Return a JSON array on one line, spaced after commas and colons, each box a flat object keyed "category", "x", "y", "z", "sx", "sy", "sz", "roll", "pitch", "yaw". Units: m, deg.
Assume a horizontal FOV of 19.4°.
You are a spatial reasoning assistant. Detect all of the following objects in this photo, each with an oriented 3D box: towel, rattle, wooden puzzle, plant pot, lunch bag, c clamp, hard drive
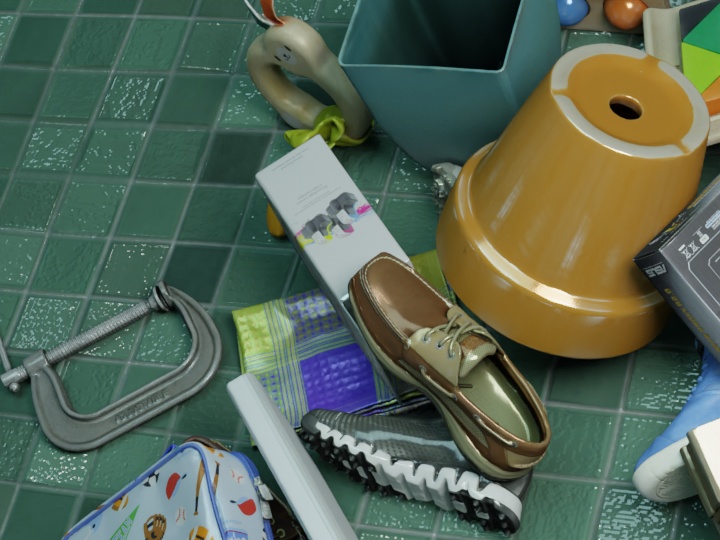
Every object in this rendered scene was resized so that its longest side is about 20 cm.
[{"category": "towel", "x": -0.006, "y": 0.063, "z": 1.756, "sx": 0.200, "sy": 0.023, "sz": 0.144, "roll": -16, "pitch": 55, "yaw": 9}, {"category": "rattle", "x": -0.080, "y": -0.152, "z": 1.812, "sx": 0.143, "sy": 0.200, "sz": 0.130, "roll": -42, "pitch": 54, "yaw": -10}, {"category": "wooden puzzle", "x": 0.329, "y": -0.183, "z": 1.706, "sx": 0.200, "sy": 0.037, "sz": 0.185, "roll": -12, "pitch": 41, "yaw": 15}, {"category": "plant pot", "x": 0.092, "y": -0.166, "z": 1.761, "sx": 0.141, "sy": 0.200, "sz": 0.141, "roll": 5, "pitch": 61, "yaw": 22}, {"category": "lunch bag", "x": -0.146, "y": 0.226, "z": 1.619, "sx": 0.200, "sy": 0.076, "sz": 0.160, "roll": -37, "pitch": 53, "yaw": 29}, {"category": "c clamp", "x": -0.220, "y": 0.070, "z": 1.825, "sx": 0.200, "sy": 0.027, "sz": 0.171, "roll": -23, "pitch": 53, "yaw": 4}, {"category": "plant pot", "x": 0.177, "y": -0.066, "z": 1.614, "sx": 0.200, "sy": 0.183, "sz": 0.200, "roll": 10, "pitch": 45, "yaw": -10}, {"category": "hard drive", "x": -0.033, "y": 0.184, "z": 1.617, "sx": 0.026, "sy": 0.132, "sz": 0.200, "roll": -31, "pitch": 53, "yaw": -1}]

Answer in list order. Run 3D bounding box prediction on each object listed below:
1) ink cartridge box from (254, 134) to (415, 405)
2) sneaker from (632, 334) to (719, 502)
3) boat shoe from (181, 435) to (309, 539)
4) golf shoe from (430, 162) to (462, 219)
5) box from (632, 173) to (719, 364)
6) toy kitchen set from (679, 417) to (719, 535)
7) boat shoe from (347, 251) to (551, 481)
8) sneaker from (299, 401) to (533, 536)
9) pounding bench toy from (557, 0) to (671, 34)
[{"category": "ink cartridge box", "x": 0.000, "y": 0.000, "z": 1.710, "sx": 0.068, "sy": 0.115, "sz": 0.200, "roll": -32, "pitch": 54, "yaw": -3}, {"category": "sneaker", "x": 0.271, "y": 0.087, "z": 1.605, "sx": 0.200, "sy": 0.077, "sz": 0.111, "roll": -32, "pitch": 59, "yaw": -8}, {"category": "boat shoe", "x": -0.084, "y": 0.210, "z": 1.658, "sx": 0.070, "sy": 0.070, "sz": 0.200, "roll": -38, "pitch": 55, "yaw": -11}, {"category": "golf shoe", "x": 0.136, "y": -0.025, "z": 1.746, "sx": 0.097, "sy": 0.078, "sz": 0.200, "roll": -26, "pitch": 56, "yaw": -21}, {"category": "box", "x": 0.323, "y": -0.016, "z": 1.553, "sx": 0.200, "sy": 0.048, "sz": 0.158, "roll": -44, "pitch": 96, "yaw": -18}, {"category": "toy kitchen set", "x": 0.229, "y": 0.213, "z": 1.433, "sx": 0.180, "sy": 0.163, "sz": 0.200, "roll": -21, "pitch": 75, "yaw": -6}, {"category": "boat shoe", "x": 0.075, "y": 0.065, "z": 1.587, "sx": 0.076, "sy": 0.074, "sz": 0.200, "roll": -40, "pitch": 88, "yaw": -30}, {"category": "sneaker", "x": 0.051, "y": 0.137, "z": 1.664, "sx": 0.200, "sy": 0.066, "sz": 0.091, "roll": 18, "pitch": 63, "yaw": 24}, {"category": "pounding bench toy", "x": 0.251, "y": -0.290, "z": 1.833, "sx": 0.200, "sy": 0.124, "sz": 0.156, "roll": 7, "pitch": 61, "yaw": 23}]
